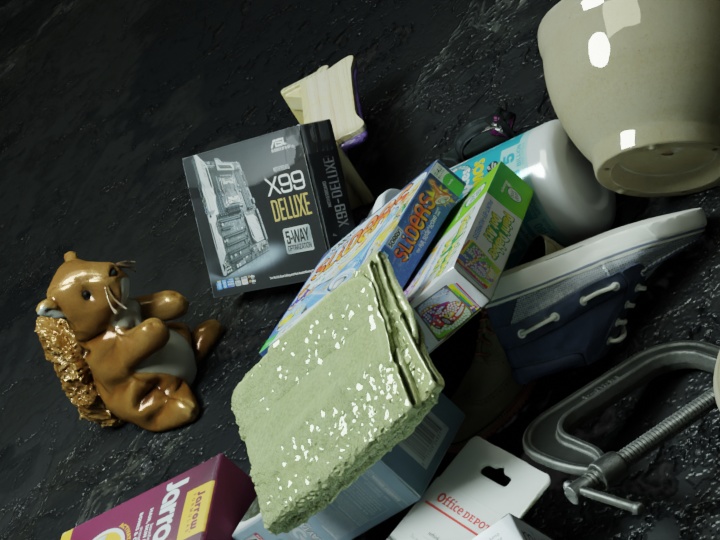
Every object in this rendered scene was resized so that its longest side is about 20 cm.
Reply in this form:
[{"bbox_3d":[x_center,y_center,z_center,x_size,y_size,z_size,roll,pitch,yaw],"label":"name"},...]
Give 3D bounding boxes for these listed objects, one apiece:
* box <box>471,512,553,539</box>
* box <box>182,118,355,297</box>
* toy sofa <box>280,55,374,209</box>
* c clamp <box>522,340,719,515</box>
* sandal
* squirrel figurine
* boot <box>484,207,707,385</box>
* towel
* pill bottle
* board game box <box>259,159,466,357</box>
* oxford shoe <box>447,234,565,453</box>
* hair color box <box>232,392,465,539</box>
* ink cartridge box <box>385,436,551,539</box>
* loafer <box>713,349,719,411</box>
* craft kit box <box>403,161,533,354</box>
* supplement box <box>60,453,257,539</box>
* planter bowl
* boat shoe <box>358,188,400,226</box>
[{"bbox_3d":[0.069,0.284,1.015,0.200,0.097,0.177,-38,52,11],"label":"box"},{"bbox_3d":[-0.094,-0.062,1.708,0.050,0.158,0.200,-16,4,-43],"label":"box"},{"bbox_3d":[-0.025,-0.148,1.804,0.098,0.083,0.200,-26,31,11],"label":"toy sofa"},{"bbox_3d":[0.206,0.108,1.158,0.200,0.027,0.171,-32,21,-28],"label":"c clamp"},{"bbox_3d":[0.117,-0.125,1.561,0.075,0.048,0.200,-32,9,-12],"label":"sandal"},{"bbox_3d":[-0.274,0.074,1.721,0.200,0.187,0.142,-21,36,36],"label":"squirrel figurine"},{"bbox_3d":[0.197,0.019,1.311,0.200,0.090,0.073,-20,2,-9],"label":"boot"},{"bbox_3d":[-0.021,0.096,1.230,0.200,0.036,0.148,-44,46,30],"label":"towel"},{"bbox_3d":[0.119,-0.049,1.451,0.200,0.111,0.111,-25,33,33],"label":"pill bottle"},{"bbox_3d":[0.000,0.000,1.403,0.200,0.034,0.135,-39,14,50],"label":"board game box"},{"bbox_3d":[0.114,0.059,1.349,0.070,0.075,0.200,4,54,54],"label":"oxford shoe"},{"bbox_3d":[-0.012,0.167,1.316,0.200,0.061,0.099,-39,12,44],"label":"hair color box"},{"bbox_3d":[0.067,0.229,1.188,0.200,0.067,0.116,-49,28,-9],"label":"ink cartridge box"},{"bbox_3d":[0.290,0.035,1.131,0.076,0.068,0.200,8,46,9],"label":"loafer"},{"bbox_3d":[0.047,0.024,1.326,0.197,0.049,0.200,-41,10,29],"label":"craft kit box"},{"bbox_3d":[-0.172,0.269,1.412,0.200,0.103,0.131,-29,30,25],"label":"supplement box"},{"bbox_3d":[0.249,-0.142,1.347,0.200,0.200,0.135,-18,63,40],"label":"planter bowl"},{"bbox_3d":[0.014,0.003,1.573,0.066,0.070,0.200,-45,25,37],"label":"boat shoe"}]
